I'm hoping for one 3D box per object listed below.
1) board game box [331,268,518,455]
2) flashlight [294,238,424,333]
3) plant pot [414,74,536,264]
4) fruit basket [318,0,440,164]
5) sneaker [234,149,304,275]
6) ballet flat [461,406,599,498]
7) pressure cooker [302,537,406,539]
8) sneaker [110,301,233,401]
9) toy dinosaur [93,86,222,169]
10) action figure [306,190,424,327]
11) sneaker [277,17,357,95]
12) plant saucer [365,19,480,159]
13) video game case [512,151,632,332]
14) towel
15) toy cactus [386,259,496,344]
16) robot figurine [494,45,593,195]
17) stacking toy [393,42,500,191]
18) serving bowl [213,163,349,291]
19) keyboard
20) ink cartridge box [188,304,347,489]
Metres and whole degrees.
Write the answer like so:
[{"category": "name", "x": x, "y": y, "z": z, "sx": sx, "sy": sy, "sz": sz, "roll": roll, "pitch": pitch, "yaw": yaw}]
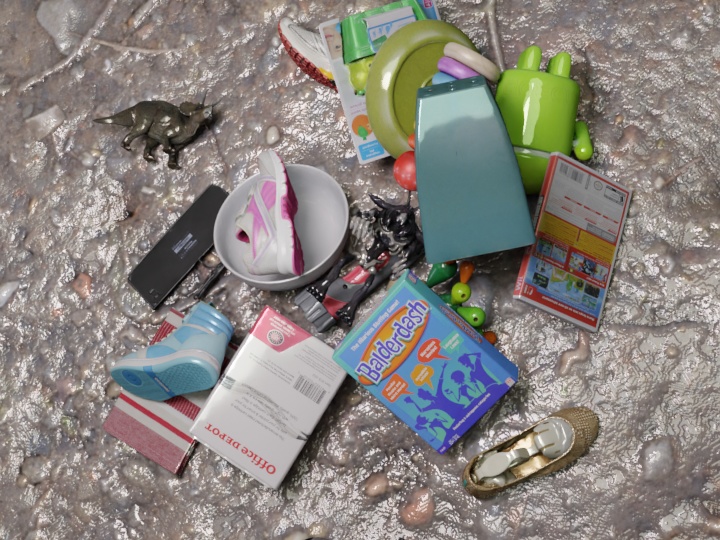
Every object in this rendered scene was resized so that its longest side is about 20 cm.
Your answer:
[{"category": "board game box", "x": 0.084, "y": 0.121, "z": 1.631, "sx": 0.199, "sy": 0.045, "sz": 0.152, "roll": 41, "pitch": 111, "yaw": -6}, {"category": "flashlight", "x": 0.000, "y": 0.000, "z": 1.741, "sx": 0.199, "sy": 0.068, "sz": 0.068, "roll": -42, "pitch": 62, "yaw": 2}, {"category": "plant pot", "x": 0.133, "y": -0.135, "z": 1.582, "sx": 0.139, "sy": 0.142, "sz": 0.203, "roll": -10, "pitch": 105, "yaw": 6}, {"category": "fruit basket", "x": 0.053, "y": -0.272, "z": 1.744, "sx": 0.183, "sy": 0.094, "sz": 0.203, "roll": -18, "pitch": 89, "yaw": -17}, {"category": "sneaker", "x": -0.132, "y": -0.079, "z": 1.704, "sx": 0.087, "sy": 0.082, "sz": 0.203, "roll": -11, "pitch": 55, "yaw": 6}, {"category": "ballet flat", "x": 0.221, "y": 0.238, "z": 1.624, "sx": 0.198, "sy": 0.065, "sz": 0.071, "roll": -32, "pitch": 71, "yaw": 5}, {"category": "pressure cooker", "x": 0.003, "y": 0.435, "z": 1.576, "sx": 0.197, "sy": 0.179, "sz": 0.179, "roll": 8, "pitch": 109, "yaw": 16}, {"category": "sneaker", "x": -0.256, "y": 0.109, "z": 1.764, "sx": 0.197, "sy": 0.080, "sz": 0.132, "roll": -8, "pitch": 43, "yaw": 34}, {"category": "toy dinosaur", "x": -0.301, "y": -0.217, "z": 1.880, "sx": 0.197, "sy": 0.077, "sz": 0.104, "roll": 7, "pitch": 66, "yaw": 21}, {"category": "action figure", "x": 0.023, "y": -0.024, "z": 1.662, "sx": 0.118, "sy": 0.102, "sz": 0.201, "roll": 39, "pitch": 86, "yaw": -7}, {"category": "sneaker", "x": -0.037, "y": -0.313, "z": 1.830, "sx": 0.199, "sy": 0.078, "sz": 0.083, "roll": 35, "pitch": 82, "yaw": 10}, {"category": "plant saucer", "x": 0.100, "y": -0.242, "z": 1.720, "sx": 0.202, "sy": 0.199, "sz": 0.031, "roll": -59, "pitch": 29, "yaw": -5}, {"category": "video game case", "x": 0.282, "y": -0.037, "z": 1.652, "sx": 0.017, "sy": 0.141, "sz": 0.203, "roll": -1, "pitch": 70, "yaw": 59}, {"category": "towel", "x": -0.266, "y": 0.172, "z": 1.791, "sx": 0.143, "sy": 0.023, "sz": 0.202, "roll": 27, "pitch": 83, "yaw": 21}, {"category": "toy cactus", "x": 0.111, "y": 0.038, "z": 1.694, "sx": 0.163, "sy": 0.101, "sz": 0.204, "roll": 16, "pitch": 107, "yaw": 41}, {"category": "robot figurine", "x": 0.233, "y": -0.197, "z": 1.693, "sx": 0.172, "sy": 0.116, "sz": 0.204, "roll": 10, "pitch": 91, "yaw": -6}, {"category": "stacking toy", "x": 0.107, "y": -0.199, "z": 1.678, "sx": 0.085, "sy": 0.085, "sz": 0.202, "roll": 30, "pitch": 95, "yaw": 19}, {"category": "serving bowl", "x": -0.106, "y": -0.051, "z": 1.768, "sx": 0.196, "sy": 0.066, "sz": 0.203, "roll": -7, "pitch": 57, "yaw": 10}, {"category": "keyboard", "x": -0.242, "y": -0.022, "z": 1.833, "sx": 0.200, "sy": 0.021, "sz": 0.127, "roll": -47, "pitch": 65, "yaw": 0}, {"category": "ink cartridge box", "x": -0.121, "y": 0.171, "z": 1.697, "sx": 0.144, "sy": 0.084, "sz": 0.202, "roll": 32, "pitch": 85, "yaw": -2}]
